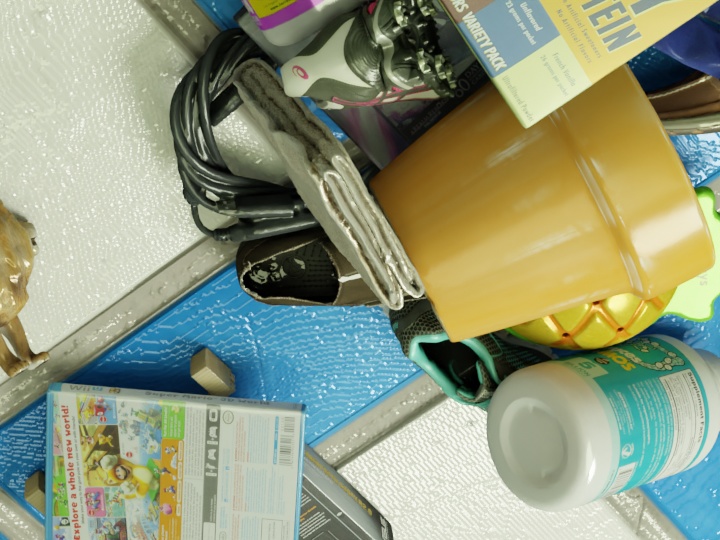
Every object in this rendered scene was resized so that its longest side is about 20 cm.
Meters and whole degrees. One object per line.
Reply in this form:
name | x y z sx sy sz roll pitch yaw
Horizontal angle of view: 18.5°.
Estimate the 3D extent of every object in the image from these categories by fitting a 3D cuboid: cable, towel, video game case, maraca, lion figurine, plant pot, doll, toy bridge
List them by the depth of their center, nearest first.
towel | -0.025 -0.059 1.479 0.034 0.200 0.133 -32 117 -4
plant pot | 0.113 -0.048 1.505 0.183 0.200 0.200 -28 122 0
doll | 0.280 -0.158 1.538 0.200 0.137 0.048 29 157 5
video game case | 0.028 -0.158 1.555 0.143 0.019 0.200 -44 115 4
cable | -0.038 -0.107 1.595 0.200 0.051 0.163 -12 115 -8
lion figurine | -0.304 0.043 1.645 0.200 0.072 0.123 -36 86 24
maraca | 0.188 -0.004 1.648 0.200 0.107 0.137 -6 123 -3
video game case | -0.145 0.161 1.726 0.200 0.018 0.143 5 114 1
toy bridge | -0.176 0.141 1.751 0.200 0.027 0.067 -37 120 17

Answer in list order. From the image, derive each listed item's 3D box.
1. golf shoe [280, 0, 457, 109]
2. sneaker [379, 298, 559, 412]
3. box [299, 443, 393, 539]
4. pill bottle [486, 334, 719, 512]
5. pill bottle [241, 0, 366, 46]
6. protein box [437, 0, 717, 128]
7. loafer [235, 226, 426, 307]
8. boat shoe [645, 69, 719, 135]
golf shoe | 0.009 -0.143 1.459 0.088 0.200 0.077 -17 88 14
sneaker | 0.092 0.080 1.702 0.200 0.091 0.078 34 114 -25
box | -0.098 0.227 1.803 0.200 0.048 0.158 -37 118 17
pill bottle | 0.199 0.111 1.688 0.200 0.111 0.111 -12 133 -42
pill bottle | -0.067 -0.254 1.443 0.104 0.104 0.200 -30 103 13
protein box | 0.131 -0.231 1.423 0.200 0.199 0.135 -34 119 5
loafer | 0.000 0.000 1.624 0.200 0.071 0.073 -9 107 15
boat shoe | 0.281 -0.141 1.599 0.200 0.076 0.072 -11 90 4
